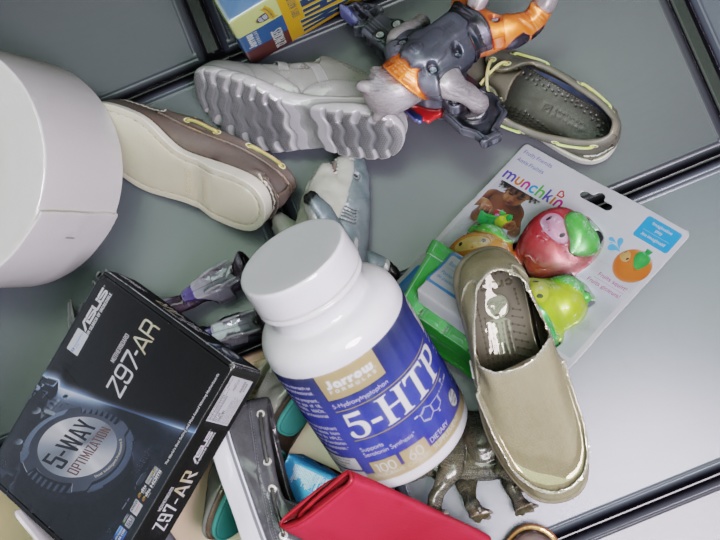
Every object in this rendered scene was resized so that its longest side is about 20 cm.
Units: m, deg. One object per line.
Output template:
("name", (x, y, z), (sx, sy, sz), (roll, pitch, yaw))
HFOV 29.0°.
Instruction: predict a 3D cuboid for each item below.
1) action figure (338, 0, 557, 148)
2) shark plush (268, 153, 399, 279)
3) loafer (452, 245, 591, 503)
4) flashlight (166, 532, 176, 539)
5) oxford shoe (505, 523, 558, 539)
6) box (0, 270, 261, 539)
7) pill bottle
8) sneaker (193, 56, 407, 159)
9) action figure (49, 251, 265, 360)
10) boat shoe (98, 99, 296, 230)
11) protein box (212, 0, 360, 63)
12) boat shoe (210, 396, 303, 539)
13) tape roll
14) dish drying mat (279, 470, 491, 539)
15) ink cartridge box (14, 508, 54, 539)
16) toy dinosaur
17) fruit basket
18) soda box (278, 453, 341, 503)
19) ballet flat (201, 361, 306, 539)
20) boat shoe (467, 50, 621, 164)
("action figure", (0.062, -0.207, 1.149), (0.200, 0.105, 0.194), (37, 79, 26))
("shark plush", (0.000, 0.000, 1.190), (0.083, 0.091, 0.201), (-18, 76, -29))
("loafer", (0.116, 0.079, 1.033), (0.075, 0.068, 0.201), (-21, 88, 4))
("flashlight", (-0.199, 0.223, 1.178), (0.200, 0.068, 0.068), (49, 127, 10))
("oxford shoe", (0.121, 0.307, 1.139), (0.071, 0.073, 0.201), (16, 84, 6))
("box", (-0.192, 0.124, 1.115), (0.160, 0.044, 0.200), (33, 93, 31))
("pill bottle", (-0.008, 0.064, 1.095), (0.119, 0.120, 0.200), (-32, 120, 0))
("sneaker", (-0.048, -0.149, 1.218), (0.199, 0.075, 0.082), (14, 47, 12))
("action figure", (-0.177, 0.052, 1.194), (0.199, 0.069, 0.131), (-22, 87, 4))
("boat shoe", (-0.150, -0.101, 1.212), (0.200, 0.072, 0.060), (26, 42, 20))
("protein box", (-0.065, -0.324, 1.194), (0.200, 0.135, 0.199), (-31, 83, 0))
("boat shoe", (-0.060, 0.194, 1.103), (0.066, 0.070, 0.201), (-24, 72, 4))
("tape roll", (-0.317, -0.084, 1.162), (0.202, 0.139, 0.204), (0, 91, 16))
("dish drying mat", (0.024, 0.207, 1.104), (0.077, 0.200, 0.018), (-42, 49, 14))
("ink cartridge box", (-0.230, 0.291, 1.145), (0.067, 0.116, 0.200), (-41, 82, 0))
("toy dinosaur", (0.094, 0.154, 1.168), (0.199, 0.077, 0.103), (-20, 55, 11))
("fruit basket", (0.135, -0.004, 1.140), (0.200, 0.094, 0.185), (-49, 52, -8))
("soda box", (-0.069, 0.256, 1.161), (0.064, 0.068, 0.201), (25, 86, 8))
("ballet flat", (-0.084, 0.134, 1.187), (0.064, 0.067, 0.200), (32, 87, 35))
("boat shoe", (0.132, -0.155, 1.199), (0.201, 0.060, 0.072), (26, 86, 6))
